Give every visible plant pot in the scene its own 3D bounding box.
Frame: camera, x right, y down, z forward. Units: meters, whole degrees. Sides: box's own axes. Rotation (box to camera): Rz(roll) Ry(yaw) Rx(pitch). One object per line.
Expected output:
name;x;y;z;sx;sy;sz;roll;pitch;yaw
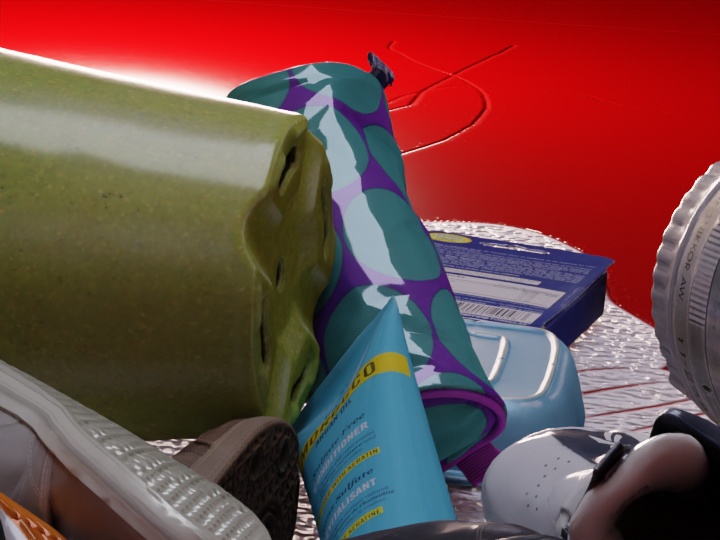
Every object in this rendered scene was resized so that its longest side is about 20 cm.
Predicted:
plant pot;-0.112;-0.005;1.157;0.183;0.202;0.200;4;12;12

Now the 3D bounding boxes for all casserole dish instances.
casserole dish;0.047;0.058;1.339;0.120;0.039;0.200;6;13;7

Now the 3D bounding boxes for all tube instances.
tube;0.006;0.082;1.090;0.050;0.077;0.200;37;14;-21

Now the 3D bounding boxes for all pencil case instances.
pencil case;0.000;0.000;1.253;0.092;0.085;0.201;29;34;-48

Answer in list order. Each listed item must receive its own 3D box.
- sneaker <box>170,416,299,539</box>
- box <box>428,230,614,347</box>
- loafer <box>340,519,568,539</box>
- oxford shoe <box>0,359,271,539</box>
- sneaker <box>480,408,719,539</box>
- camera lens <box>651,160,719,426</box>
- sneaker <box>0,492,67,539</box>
sneaker;-0.083;0.094;1.047;0.075;0.071;0.200;8;12;18
box;0.063;0.016;1.544;0.121;0.033;0.200;9;14;16
loafer;-0.013;0.124;0.921;0.199;0.073;0.072;-5;17;-35
oxford shoe;-0.095;0.075;0.927;0.075;0.058;0.200;33;-6;-39
sneaker;0.099;0.085;1.026;0.199;0.080;0.130;31;-9;45
camera lens;0.242;0.026;1.266;0.159;0.161;0.200;-1;14;-25
sneaker;-0.111;0.149;0.812;0.076;0.092;0.200;34;17;-33
